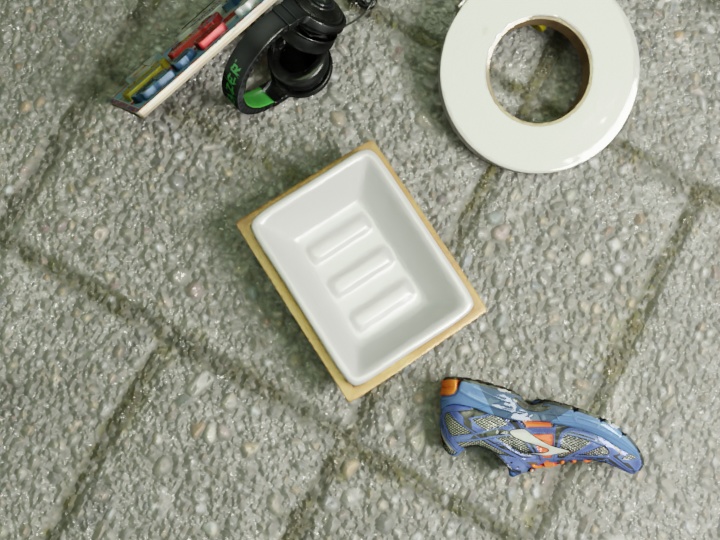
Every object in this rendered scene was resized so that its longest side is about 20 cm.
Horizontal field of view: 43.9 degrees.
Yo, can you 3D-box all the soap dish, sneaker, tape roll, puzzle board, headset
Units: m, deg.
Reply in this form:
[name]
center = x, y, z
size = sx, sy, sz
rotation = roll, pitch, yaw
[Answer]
[soap dish]
center = 0.000, 0.000, 0.853
size = 0.157, 0.081, 0.201
rotation = -32, 82, -8
[sneaker]
center = 0.166, 0.159, 0.841
size = 0.198, 0.075, 0.079
rotation = 15, 87, 9
[tape roll]
center = 0.176, -0.198, 0.893
size = 0.201, 0.037, 0.205
rotation = 0, 96, 2
[puzzle board]
center = -0.157, -0.225, 0.864
size = 0.200, 0.151, 0.017
rotation = -44, 118, -9
[headset]
center = -0.063, -0.237, 0.883
size = 0.200, 0.124, 0.094
rotation = -38, 77, -27

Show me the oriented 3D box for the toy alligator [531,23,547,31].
[toy alligator]
center = 0.201, -0.275, 0.931
size = 0.200, 0.054, 0.059
rotation = 41, 96, -4
